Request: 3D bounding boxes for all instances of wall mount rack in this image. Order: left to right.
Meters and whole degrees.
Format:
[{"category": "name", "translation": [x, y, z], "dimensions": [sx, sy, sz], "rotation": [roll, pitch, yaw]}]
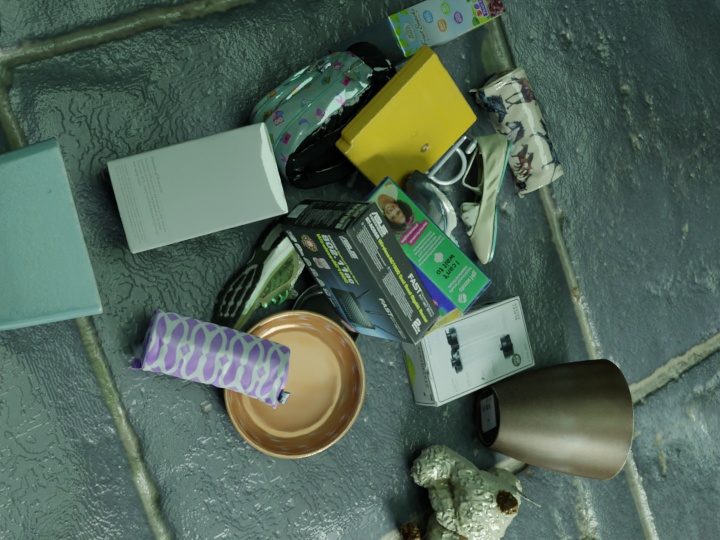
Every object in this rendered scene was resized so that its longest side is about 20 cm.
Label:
[{"category": "wall mount rack", "translation": [0.071, -0.167, 1.614], "dimensions": [0.199, 0.075, 0.174], "rotation": [37, 99, -24]}]

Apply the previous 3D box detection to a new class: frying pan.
[{"category": "frying pan", "translation": [-0.057, 0.110, 1.539], "dimensions": [0.114, 0.031, 0.192], "rotation": [9, 94, -28]}]

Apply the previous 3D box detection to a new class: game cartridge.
[{"category": "game cartridge", "translation": [0.064, -0.194, 1.488], "dimensions": [0.176, 0.032, 0.200], "rotation": [-46, 151, 2]}]

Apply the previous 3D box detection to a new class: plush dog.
[{"category": "plush dog", "translation": [0.155, 0.378, 1.607], "dimensions": [0.199, 0.160, 0.173], "rotation": [25, 98, -29]}]

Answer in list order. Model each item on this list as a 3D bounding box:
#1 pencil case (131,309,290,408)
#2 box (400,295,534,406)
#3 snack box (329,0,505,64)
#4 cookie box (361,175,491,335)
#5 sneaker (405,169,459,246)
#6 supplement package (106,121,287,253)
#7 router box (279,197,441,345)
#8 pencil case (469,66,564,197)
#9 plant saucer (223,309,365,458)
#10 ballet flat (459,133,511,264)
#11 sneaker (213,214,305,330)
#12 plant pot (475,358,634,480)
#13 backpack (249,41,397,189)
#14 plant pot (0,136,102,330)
[{"category": "pencil case", "translation": [-0.185, 0.114, 1.403], "dimensions": [0.198, 0.086, 0.084], "rotation": [19, 34, -11]}, {"category": "box", "translation": [0.162, 0.120, 1.659], "dimensions": [0.199, 0.060, 0.118], "rotation": [-19, 97, -32]}, {"category": "snack box", "translation": [0.080, -0.344, 1.568], "dimensions": [0.199, 0.168, 0.068], "rotation": [-28, 99, -29]}, {"category": "cookie box", "translation": [0.060, -0.012, 1.508], "dimensions": [0.200, 0.171, 0.075], "rotation": [44, 66, -3]}, {"category": "sneaker", "translation": [0.090, -0.057, 1.574], "dimensions": [0.086, 0.078, 0.201], "rotation": [-36, 142, -14]}, {"category": "supplement package", "translation": [-0.201, -0.105, 1.368], "dimensions": [0.198, 0.117, 0.118], "rotation": [-15, 96, -5]}, {"category": "router box", "translation": [0.000, 0.000, 1.450], "dimensions": [0.062, 0.149, 0.201], "rotation": [-47, 120, -26]}, {"category": "pencil case", "translation": [0.250, -0.216, 1.723], "dimensions": [0.201, 0.089, 0.078], "rotation": [65, 32, -13]}, {"category": "plant saucer", "translation": [-0.092, 0.153, 1.490], "dimensions": [0.198, 0.037, 0.202], "rotation": [-1, 93, -19]}, {"category": "ballet flat", "translation": [0.184, -0.113, 1.687], "dimensions": [0.069, 0.069, 0.202], "rotation": [10, 89, -31]}, {"category": "sneaker", "translation": [-0.120, 0.023, 1.485], "dimensions": [0.089, 0.077, 0.201], "rotation": [47, 67, -31]}, {"category": "plant pot", "translation": [0.284, 0.226, 1.679], "dimensions": [0.198, 0.187, 0.189], "rotation": [4, 85, -17]}, {"category": "backpack", "translation": [-0.049, -0.206, 1.483], "dimensions": [0.199, 0.167, 0.127], "rotation": [-38, 64, -14]}, {"category": "plant pot", "translation": [-0.425, -0.024, 1.231], "dimensions": [0.198, 0.195, 0.198], "rotation": [-16, 96, -21]}]
